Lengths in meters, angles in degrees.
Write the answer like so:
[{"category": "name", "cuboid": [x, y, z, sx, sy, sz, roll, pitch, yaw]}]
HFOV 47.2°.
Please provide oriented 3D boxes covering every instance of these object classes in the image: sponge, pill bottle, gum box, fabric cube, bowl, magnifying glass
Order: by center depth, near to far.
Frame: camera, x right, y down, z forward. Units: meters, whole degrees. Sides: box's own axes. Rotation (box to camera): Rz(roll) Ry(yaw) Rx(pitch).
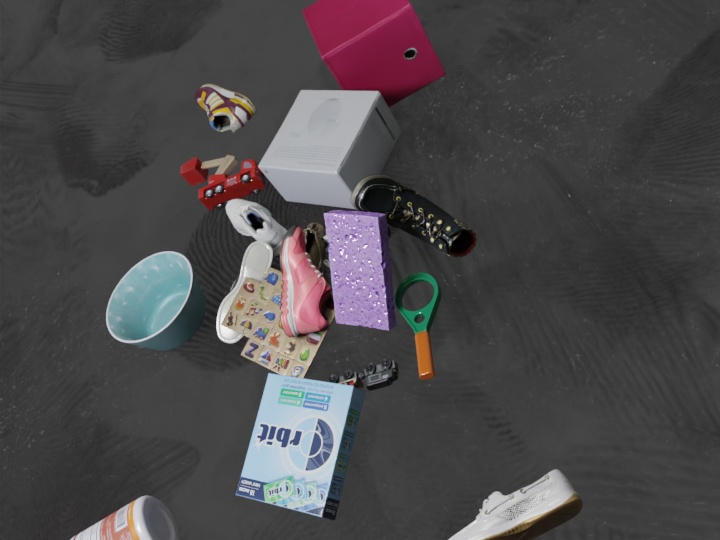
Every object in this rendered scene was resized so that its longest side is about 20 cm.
[{"category": "gum box", "cuboid": [-0.095, 0.272, 1.296, 0.169, 0.045, 0.201, 4, 71, 32]}, {"category": "pill bottle", "cuboid": [-0.399, 0.456, 1.320, 0.200, 0.112, 0.112, -31, 47, 8]}, {"category": "magnifying glass", "cuboid": [0.100, 0.088, 1.358, 0.079, 0.022, 0.201, -18, 48, 18]}, {"category": "sponge", "cuboid": [0.000, 0.000, 1.376, 0.111, 0.201, 0.030, 7, 22, 34]}, {"category": "bowl", "cuboid": [-0.379, 0.075, 1.591, 0.200, 0.105, 0.202, -16, 50, 20]}, {"category": "fabric cube", "cuboid": [0.027, -0.468, 1.688, 0.199, 0.196, 0.200, -29, 48, 9]}]

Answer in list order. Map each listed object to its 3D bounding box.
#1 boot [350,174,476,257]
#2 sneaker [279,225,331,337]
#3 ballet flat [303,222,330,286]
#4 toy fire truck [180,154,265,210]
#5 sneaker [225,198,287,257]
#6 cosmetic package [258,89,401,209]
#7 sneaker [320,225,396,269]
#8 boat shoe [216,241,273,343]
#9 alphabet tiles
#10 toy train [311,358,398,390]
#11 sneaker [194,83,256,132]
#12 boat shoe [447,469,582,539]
[{"category": "boot", "cuboid": [0.093, -0.090, 1.380, 0.154, 0.203, 0.074, 36, 104, 38]}, {"category": "sneaker", "cuboid": [-0.093, 0.018, 1.444, 0.086, 0.074, 0.201, -4, 74, 7]}, {"category": "ballet flat", "cuboid": [-0.088, -0.006, 1.516, 0.067, 0.046, 0.201, -12, 55, 22]}, {"category": "toy fire truck", "cuboid": [-0.298, -0.205, 1.787, 0.199, 0.049, 0.142, -20, 49, 17]}, {"category": "sneaker", "cuboid": [-0.211, -0.104, 1.636, 0.075, 0.087, 0.200, -50, 46, -8]}, {"category": "cosmetic package", "cuboid": [-0.058, -0.239, 1.619, 0.199, 0.123, 0.201, 10, 62, 35]}, {"category": "sneaker", "cuboid": [-0.007, -0.078, 1.499, 0.129, 0.079, 0.200, 8, 72, 25]}, {"category": "boat shoe", "cuboid": [-0.214, 0.044, 1.547, 0.074, 0.060, 0.201, 15, 77, 3]}, {"category": "alphabet tiles", "cuboid": [-0.149, 0.089, 1.468, 0.199, 0.008, 0.168, 21, 78, 26]}, {"category": "toy train", "cuboid": [-0.029, 0.192, 1.349, 0.199, 0.034, 0.046, -19, 60, 18]}, {"category": "sneaker", "cuboid": [-0.336, -0.373, 1.915, 0.199, 0.075, 0.090, 19, 63, 40]}, {"category": "boat shoe", "cuboid": [0.192, 0.329, 1.096, 0.199, 0.071, 0.069, -26, 46, 1]}]
